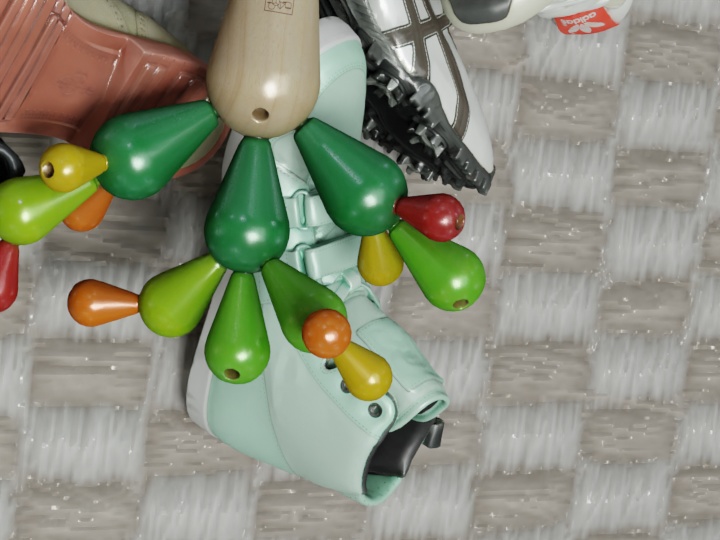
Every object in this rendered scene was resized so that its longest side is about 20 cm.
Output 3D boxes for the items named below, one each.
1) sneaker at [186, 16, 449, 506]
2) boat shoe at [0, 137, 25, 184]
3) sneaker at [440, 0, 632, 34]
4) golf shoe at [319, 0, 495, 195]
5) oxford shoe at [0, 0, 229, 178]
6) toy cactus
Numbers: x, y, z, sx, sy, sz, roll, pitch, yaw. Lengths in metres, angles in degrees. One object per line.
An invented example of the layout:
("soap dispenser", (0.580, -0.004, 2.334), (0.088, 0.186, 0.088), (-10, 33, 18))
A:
("sneaker", (0.000, 0.000, 1.245), (0.074, 0.118, 0.201), (-23, 132, -49))
("boat shoe", (-0.215, -0.004, 1.153), (0.199, 0.066, 0.075), (-25, 114, -29))
("sneaker", (0.093, -0.136, 1.312), (0.200, 0.070, 0.094), (-58, 139, -52))
("golf shoe", (0.017, -0.121, 1.292), (0.095, 0.078, 0.200), (-48, 123, -19))
("oxford shoe", (-0.143, -0.096, 1.186), (0.200, 0.074, 0.071), (28, 104, -41))
("toy cactus", (-0.047, -0.039, 1.162), (0.199, 0.102, 0.166), (7, 90, 5))
